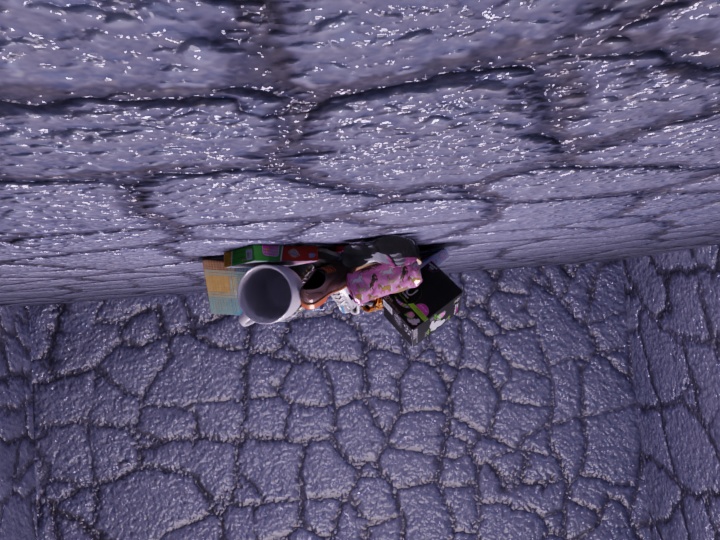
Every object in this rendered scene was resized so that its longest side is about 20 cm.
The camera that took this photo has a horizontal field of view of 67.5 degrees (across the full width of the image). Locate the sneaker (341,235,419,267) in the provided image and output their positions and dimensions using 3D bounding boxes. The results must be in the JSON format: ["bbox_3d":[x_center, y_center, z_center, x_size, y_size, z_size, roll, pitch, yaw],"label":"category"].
[{"bbox_3d":[0.054,-0.055,1.377,0.198,0.081,0.086,1,-168,17],"label":"sneaker"}]

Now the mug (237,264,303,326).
[{"bbox_3d":[-0.241,0.075,1.418,0.200,0.148,0.175,-43,175,8],"label":"mug"}]

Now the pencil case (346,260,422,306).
[{"bbox_3d":[0.062,0.024,1.397,0.199,0.087,0.083,-18,-143,-12],"label":"pencil case"}]

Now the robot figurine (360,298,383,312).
[{"bbox_3d":[-0.002,0.073,1.707,0.199,0.059,0.145,30,-157,33],"label":"robot figurine"}]

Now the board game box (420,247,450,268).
[{"bbox_3d":[0.170,0.001,1.808,0.199,0.041,0.200,-35,-171,-24],"label":"board game box"}]

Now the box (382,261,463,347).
[{"bbox_3d":[0.187,0.100,1.631,0.199,0.149,0.125,-34,151,-15],"label":"box"}]

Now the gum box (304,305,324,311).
[{"bbox_3d":[-0.160,0.046,1.766,0.044,0.171,0.200,-4,177,-13],"label":"gum box"}]

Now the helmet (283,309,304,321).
[{"bbox_3d":[-0.254,0.061,1.652,0.198,0.192,0.200,0,177,0],"label":"helmet"}]

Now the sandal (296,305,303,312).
[{"bbox_3d":[-0.145,0.034,1.586,0.079,0.202,0.057,23,167,36],"label":"sandal"}]

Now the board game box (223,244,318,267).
[{"bbox_3d":[-0.235,-0.036,1.421,0.199,0.041,0.152,-1,175,-44],"label":"board game box"}]

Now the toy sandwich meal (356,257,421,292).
[{"bbox_3d":[0.074,-0.005,1.518,0.203,0.071,0.206,0,149,0],"label":"toy sandwich meal"}]

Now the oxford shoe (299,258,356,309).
[{"bbox_3d":[-0.078,0.017,1.398,0.071,0.073,0.200,27,-128,26],"label":"oxford shoe"}]

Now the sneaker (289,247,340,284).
[{"bbox_3d":[-0.130,0.001,1.502,0.074,0.107,0.199,19,162,-37],"label":"sneaker"}]

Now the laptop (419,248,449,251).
[{"bbox_3d":[0.158,-0.008,1.702,0.115,0.201,0.187,30,175,-9],"label":"laptop"}]

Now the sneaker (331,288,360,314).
[{"bbox_3d":[-0.048,0.073,1.527,0.075,0.087,0.200,-8,156,31],"label":"sneaker"}]

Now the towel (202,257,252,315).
[{"bbox_3d":[-0.369,0.050,1.535,0.145,0.201,0.022,5,-142,2],"label":"towel"}]

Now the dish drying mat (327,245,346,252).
[{"bbox_3d":[0.012,-0.061,1.517,0.199,0.018,0.077,-3,177,-25],"label":"dish drying mat"}]
